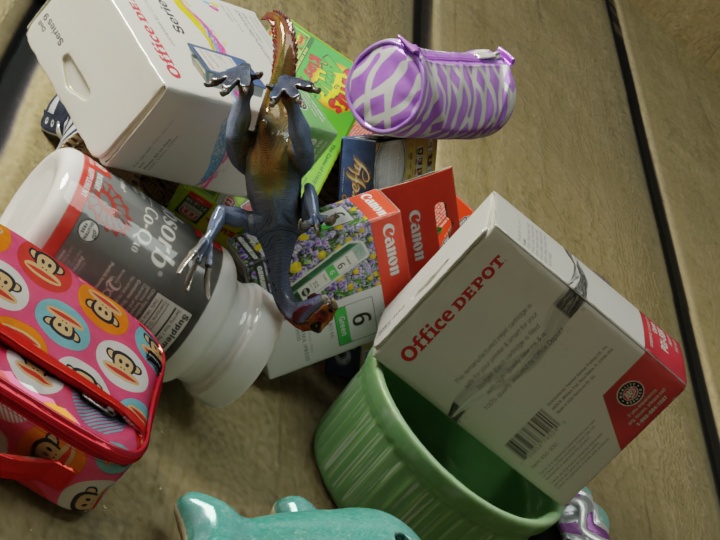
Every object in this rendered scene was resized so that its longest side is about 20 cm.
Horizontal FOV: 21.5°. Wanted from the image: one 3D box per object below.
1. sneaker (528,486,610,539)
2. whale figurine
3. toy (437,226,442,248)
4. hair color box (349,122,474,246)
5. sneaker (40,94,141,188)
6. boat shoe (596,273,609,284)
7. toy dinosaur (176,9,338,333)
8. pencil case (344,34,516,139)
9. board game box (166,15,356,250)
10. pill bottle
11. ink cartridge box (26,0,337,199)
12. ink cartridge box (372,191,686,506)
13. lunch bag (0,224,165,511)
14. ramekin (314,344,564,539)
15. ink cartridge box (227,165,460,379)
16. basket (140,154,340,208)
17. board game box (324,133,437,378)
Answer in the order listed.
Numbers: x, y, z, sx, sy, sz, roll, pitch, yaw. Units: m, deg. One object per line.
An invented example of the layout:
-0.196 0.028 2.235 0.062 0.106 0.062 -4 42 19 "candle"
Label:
0.163 0.243 1.549 0.200 0.078 0.140 52 23 21 "sneaker"
-0.030 0.200 1.268 0.199 0.104 0.160 31 26 -28 "whale figurine"
0.079 0.059 1.635 0.115 0.047 0.201 -41 119 -67 "toy"
0.024 -0.080 1.844 0.200 0.061 0.101 43 -15 -3 "hair color box"
-0.223 -0.091 1.516 0.070 0.108 0.201 36 54 -23 "sneaker"
0.159 0.080 1.668 0.076 0.072 0.200 35 59 1 "boat shoe"
-0.046 -0.055 1.342 0.200 0.104 0.182 -60 148 -46 "toy dinosaur"
0.066 -0.155 1.622 0.084 0.086 0.200 48 25 16 "pencil case"
-0.072 -0.107 1.575 0.101 0.048 0.201 33 57 -12 "board game box"
-0.161 0.010 1.363 0.199 0.116 0.116 34 24 -23 "pill bottle"
-0.133 -0.139 1.425 0.199 0.088 0.146 10 40 -51 "ink cartridge box"
0.130 0.060 1.465 0.200 0.147 0.083 39 21 -11 "ink cartridge box"
-0.227 0.062 1.218 0.199 0.082 0.177 34 28 -17 "lunch bag"
0.057 0.153 1.502 0.200 0.098 0.200 36 23 -18 "ramekin"
0.000 0.000 1.516 0.050 0.199 0.110 -133 -152 -55 "ink cartridge box"
-0.117 -0.075 1.656 0.200 0.149 0.143 41 56 -7 "basket"
0.019 -0.017 1.635 0.034 0.202 0.135 9 10 24 "board game box"
